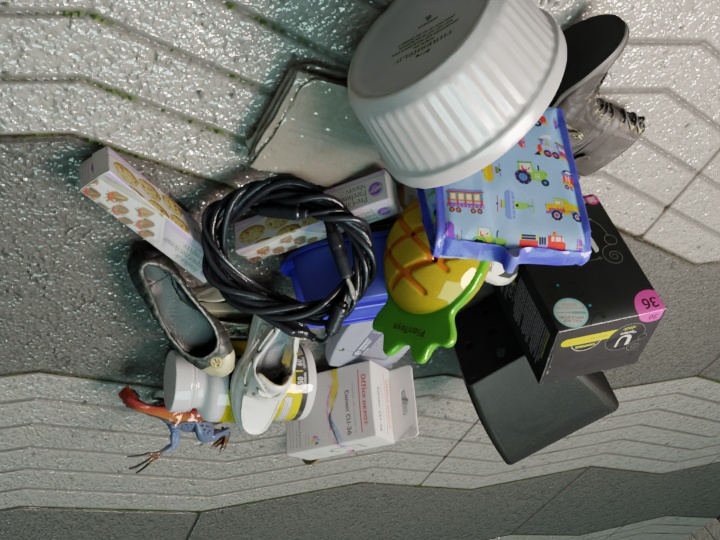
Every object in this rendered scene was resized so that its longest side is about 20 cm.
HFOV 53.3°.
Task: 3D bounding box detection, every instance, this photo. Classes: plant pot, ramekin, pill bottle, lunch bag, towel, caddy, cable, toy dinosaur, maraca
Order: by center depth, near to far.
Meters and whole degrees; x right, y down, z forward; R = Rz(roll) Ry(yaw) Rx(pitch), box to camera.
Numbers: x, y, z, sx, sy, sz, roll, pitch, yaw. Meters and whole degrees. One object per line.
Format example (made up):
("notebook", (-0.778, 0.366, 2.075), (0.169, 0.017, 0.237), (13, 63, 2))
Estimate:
("ramekin", (0.076, -0.184, 0.646), (0.201, 0.204, 0.094), (-35, 127, 20))
("lunch bag", (0.138, -0.078, 0.709), (0.148, 0.202, 0.095), (5, 135, -8))
("towel", (-0.016, -0.143, 0.780), (0.198, 0.035, 0.133), (12, 133, -35))
("cable", (-0.082, -0.020, 0.783), (0.199, 0.051, 0.164), (34, 109, -3))
("maraca", (0.078, 0.001, 0.786), (0.136, 0.203, 0.106), (7, 163, 46))
("caddy", (0.000, 0.000, 0.903), (0.197, 0.107, 0.142), (-8, 163, -12))
("pill bottle", (-0.170, 0.156, 1.009), (0.197, 0.112, 0.112), (4, 137, -27))
("toy dinosaur", (-0.258, 0.198, 1.044), (0.199, 0.105, 0.182), (-33, 146, -4))
("plant pot", (0.245, 0.139, 1.113), (0.198, 0.201, 0.177), (-32, 127, 17))

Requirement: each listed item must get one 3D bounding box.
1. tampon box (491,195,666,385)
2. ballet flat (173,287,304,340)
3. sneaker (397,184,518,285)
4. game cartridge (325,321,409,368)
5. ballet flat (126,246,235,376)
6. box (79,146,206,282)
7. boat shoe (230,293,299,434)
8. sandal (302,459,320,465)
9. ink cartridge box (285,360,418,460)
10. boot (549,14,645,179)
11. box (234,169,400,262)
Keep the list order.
("tampon box", (0.279, 0.024, 0.966), (0.147, 0.202, 0.127), (-11, 142, -10))
("ballet flat", (-0.156, 0.057, 0.942), (0.197, 0.068, 0.076), (4, 121, -24))
("sneaker", (0.140, -0.060, 0.879), (0.199, 0.076, 0.088), (36, 111, -26))
("game cartridge", (0.035, 0.076, 1.061), (0.132, 0.041, 0.201), (9, 134, -36))
("ballet flat", (-0.216, 0.059, 0.863), (0.066, 0.057, 0.201), (-33, 118, -3))
("box", (-0.219, -0.055, 0.782), (0.038, 0.042, 0.200), (-29, 140, 13))
("boat shoe", (-0.119, 0.133, 0.915), (0.070, 0.069, 0.203), (1, 115, -28))
("sandal", (-0.031, 0.265, 1.225), (0.069, 0.078, 0.213), (11, 128, -24))
("ink cartridge box", (-0.016, 0.210, 1.091), (0.198, 0.118, 0.067), (-18, 152, 24))
("boot", (0.268, -0.189, 0.822), (0.172, 0.070, 0.200), (9, 144, -32))
("box", (-0.053, -0.060, 0.823), (0.197, 0.042, 0.039), (-17, 153, 19))
